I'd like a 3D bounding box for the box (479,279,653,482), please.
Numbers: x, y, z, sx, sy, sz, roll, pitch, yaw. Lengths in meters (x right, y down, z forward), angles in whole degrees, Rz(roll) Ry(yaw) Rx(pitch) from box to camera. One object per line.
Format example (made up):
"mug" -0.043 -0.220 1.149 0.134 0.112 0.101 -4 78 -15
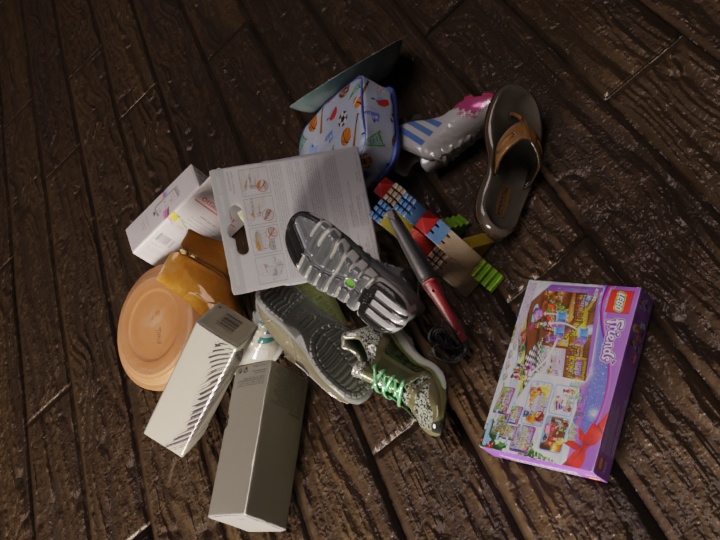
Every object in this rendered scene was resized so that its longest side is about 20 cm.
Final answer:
"box" 0.218 0.111 0.929 0.136 0.039 0.201 4 67 43

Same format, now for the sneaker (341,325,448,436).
"sneaker" 0.034 0.128 1.029 0.200 0.088 0.077 -129 39 -51

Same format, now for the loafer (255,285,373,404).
"loafer" -0.058 0.094 1.128 0.075 0.070 0.200 -35 74 -27

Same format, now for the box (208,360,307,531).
"box" -0.128 0.224 1.119 0.068 0.082 0.201 -13 55 35

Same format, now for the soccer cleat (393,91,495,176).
"soccer cleat" 0.123 -0.176 1.183 0.199 0.070 0.087 -11 66 43

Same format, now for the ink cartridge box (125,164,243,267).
"ink cartridge box" -0.269 -0.088 1.426 0.200 0.116 0.068 -42 45 11

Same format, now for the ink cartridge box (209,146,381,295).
"ink cartridge box" -0.083 -0.065 1.124 0.057 0.199 0.164 170 89 -77

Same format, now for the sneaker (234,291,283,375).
"sneaker" -0.130 0.060 1.226 0.200 0.093 0.070 -47 43 7

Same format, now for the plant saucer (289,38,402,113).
"plant saucer" -0.014 -0.285 1.335 0.200 0.039 0.201 -30 9 5

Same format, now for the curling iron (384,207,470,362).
"curling iron" 0.075 0.020 1.019 0.049 0.201 0.026 -26 11 -19

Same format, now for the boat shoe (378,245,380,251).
"boat shoe" -0.056 -0.046 1.247 0.201 0.075 0.075 22 81 23

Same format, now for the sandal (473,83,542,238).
"sandal" 0.187 -0.138 1.077 0.055 0.081 0.201 -28 43 66

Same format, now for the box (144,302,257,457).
"box" -0.219 0.150 1.198 0.201 0.068 0.082 -62 -5 24

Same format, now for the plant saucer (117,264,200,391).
"plant saucer" -0.316 0.088 1.379 0.199 0.032 0.202 -8 75 34

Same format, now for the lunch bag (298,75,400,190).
"lunch bag" -0.021 -0.168 1.258 0.200 0.075 0.161 -40 46 46

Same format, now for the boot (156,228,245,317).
"boot" -0.235 0.045 1.286 0.071 0.143 0.202 129 161 -59

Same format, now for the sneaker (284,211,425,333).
"sneaker" 0.000 0.000 1.092 0.200 0.115 0.075 44 114 19

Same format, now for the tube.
"tube" -0.082 -0.006 1.162 0.058 0.201 0.052 -36 14 -37

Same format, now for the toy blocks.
"toy blocks" 0.072 -0.052 1.089 0.100 0.137 0.200 -50 43 4
